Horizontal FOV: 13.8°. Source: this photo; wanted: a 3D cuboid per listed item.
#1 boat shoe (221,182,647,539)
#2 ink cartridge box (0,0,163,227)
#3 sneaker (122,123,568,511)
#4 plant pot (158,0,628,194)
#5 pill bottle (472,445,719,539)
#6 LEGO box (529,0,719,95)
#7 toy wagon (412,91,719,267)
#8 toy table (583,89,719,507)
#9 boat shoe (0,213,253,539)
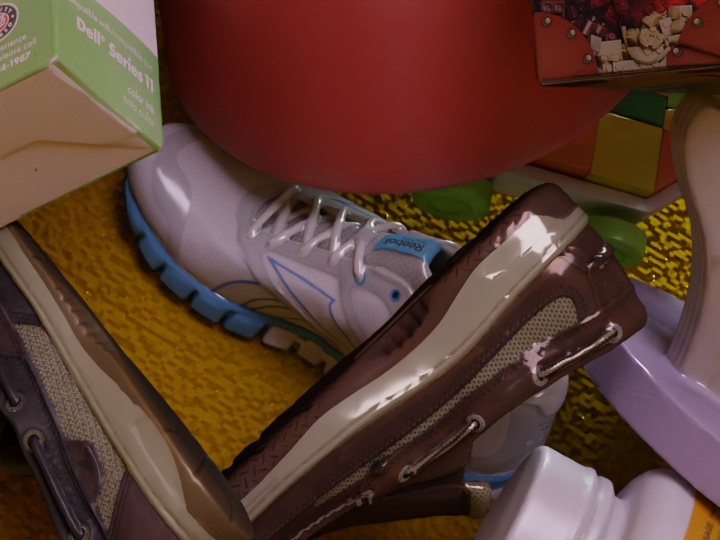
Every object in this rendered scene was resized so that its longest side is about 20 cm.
[{"bbox_3d":[0.017,0.062,1.047,0.202,0.075,0.075,-43,93,6],"label":"boat shoe"},{"bbox_3d":[-0.138,-0.116,1.060,0.067,0.117,0.201,38,37,-47],"label":"ink cartridge box"},{"bbox_3d":[0.000,0.000,1.122,0.200,0.087,0.075,37,54,4],"label":"sneaker"},{"bbox_3d":[0.005,-0.157,1.094,0.200,0.178,0.201,-8,46,8],"label":"plant pot"},{"bbox_3d":[0.132,0.145,1.068,0.200,0.109,0.109,30,52,-3],"label":"pill bottle"},{"bbox_3d":[0.130,-0.141,1.060,0.200,0.077,0.150,-6,92,-63],"label":"LEGO box"},{"bbox_3d":[0.061,-0.093,1.214,0.199,0.040,0.156,16,68,-13],"label":"toy wagon"},{"bbox_3d":[0.164,0.018,1.102,0.183,0.117,0.200,21,19,-36],"label":"toy table"},{"bbox_3d":[-0.112,0.043,1.035,0.066,0.072,0.201,-39,51,-4],"label":"boat shoe"}]
